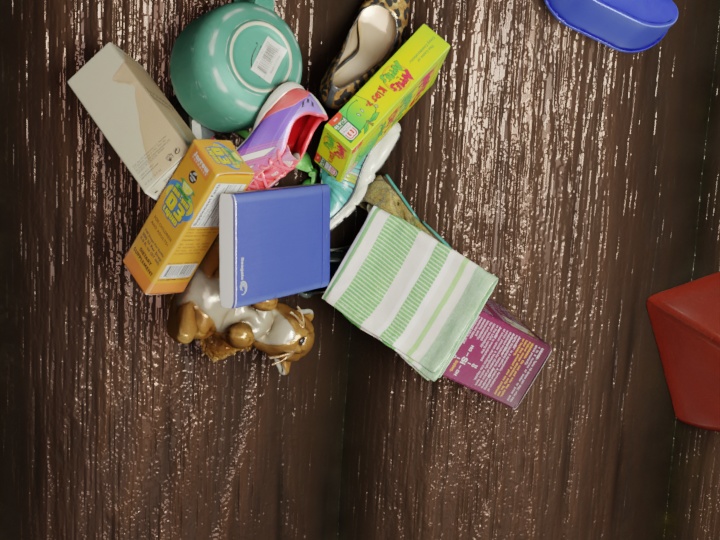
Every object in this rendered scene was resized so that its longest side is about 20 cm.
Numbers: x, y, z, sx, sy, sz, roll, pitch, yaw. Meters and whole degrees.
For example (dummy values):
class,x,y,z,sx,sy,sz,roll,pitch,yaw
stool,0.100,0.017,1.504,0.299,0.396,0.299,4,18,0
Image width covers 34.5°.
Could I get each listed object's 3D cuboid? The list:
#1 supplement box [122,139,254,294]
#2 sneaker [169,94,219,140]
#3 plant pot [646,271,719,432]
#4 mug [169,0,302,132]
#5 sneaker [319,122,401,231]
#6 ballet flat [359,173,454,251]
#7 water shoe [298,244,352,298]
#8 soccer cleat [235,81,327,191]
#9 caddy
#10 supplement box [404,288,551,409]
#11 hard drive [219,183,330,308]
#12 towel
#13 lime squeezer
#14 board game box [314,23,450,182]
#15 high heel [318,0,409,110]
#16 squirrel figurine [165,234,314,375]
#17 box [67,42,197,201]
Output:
class,x,y,z,sx,sy,sz,roll,pitch,yaw
supplement box,-0.209,-0.063,1.402,0.067,0.068,0.201,51,120,27
sneaker,-0.182,-0.136,1.525,0.120,0.083,0.202,2,68,-43
plant pot,0.541,0.119,1.614,0.198,0.176,0.202,-19,104,-2
mug,-0.153,-0.272,1.453,0.151,0.114,0.187,-20,99,-30
sneaker,-0.025,-0.130,1.547,0.079,0.077,0.201,31,83,-11
ballet flat,0.062,-0.046,1.530,0.070,0.200,0.071,-26,145,-20
water shoe,0.000,0.000,1.568,0.198,0.079,0.072,-14,114,-5
soccer cleat,-0.115,-0.132,1.418,0.201,0.073,0.068,-56,146,9
caddy,0.332,-0.374,1.525,0.198,0.105,0.143,23,76,-10
supplement box,0.135,0.084,1.562,0.199,0.131,0.104,27,99,-25
hard drive,-0.101,-0.034,1.422,0.025,0.199,0.134,6,100,31
towel,0.057,0.026,1.466,0.199,0.023,0.154,34,98,29
lime squeezer,-0.087,-0.116,1.560,0.070,0.038,0.201,-30,105,-1
board game box,0.027,-0.213,1.479,0.048,0.102,0.200,40,69,5
high heel,0.012,-0.294,1.478,0.071,0.143,0.201,28,98,0
squirrel figurine,-0.155,0.057,1.522,0.185,0.200,0.143,24,78,-23
box,-0.270,-0.178,1.446,0.078,0.095,0.201,-41,69,7
